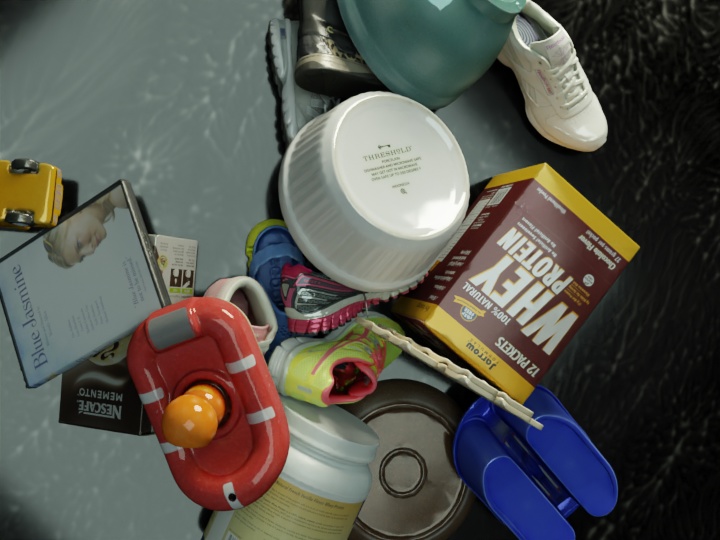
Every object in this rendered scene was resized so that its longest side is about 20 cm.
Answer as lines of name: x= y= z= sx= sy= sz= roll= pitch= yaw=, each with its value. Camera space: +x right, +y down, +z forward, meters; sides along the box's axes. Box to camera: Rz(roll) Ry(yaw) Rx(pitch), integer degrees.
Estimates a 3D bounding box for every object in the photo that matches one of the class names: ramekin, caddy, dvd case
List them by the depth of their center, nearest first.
ramekin: x=0.022 y=-0.088 z=1.115 sx=0.199 sy=0.094 sz=0.206 roll=10 pitch=67 yaw=-24
dvd case: x=-0.290 y=0.016 z=1.116 sx=0.198 sy=0.017 sz=0.145 roll=-28 pitch=75 yaw=24
caddy: x=0.192 y=0.218 z=1.216 sx=0.141 sy=0.105 sz=0.200 roll=-42 pitch=113 yaw=-2

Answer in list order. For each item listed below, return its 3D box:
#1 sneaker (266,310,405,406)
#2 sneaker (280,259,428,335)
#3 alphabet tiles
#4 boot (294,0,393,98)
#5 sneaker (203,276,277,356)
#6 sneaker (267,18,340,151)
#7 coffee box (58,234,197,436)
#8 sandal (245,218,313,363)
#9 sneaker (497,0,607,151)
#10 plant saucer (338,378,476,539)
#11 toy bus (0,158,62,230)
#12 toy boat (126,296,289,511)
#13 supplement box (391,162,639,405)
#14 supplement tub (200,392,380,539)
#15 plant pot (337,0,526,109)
sneaker: x=-0.007 y=0.104 z=1.160 sx=0.199 sy=0.090 sz=0.079 roll=-19 pitch=123 yaw=-47
sneaker: x=0.000 y=0.000 z=1.163 sx=0.199 sy=0.080 sz=0.076 roll=-28 pitch=110 yaw=-39
alphabet tiles: x=0.090 y=0.100 z=1.094 sx=0.194 sy=0.200 sz=0.015 roll=32 pitch=87 yaw=-26
boot: x=0.004 y=-0.261 z=1.190 sx=0.198 sy=0.073 sz=0.153 roll=3 pitch=73 yaw=-38
sneaker: x=-0.136 y=0.100 z=1.113 sx=0.074 sy=0.104 sz=0.204 roll=12 pitch=74 yaw=-23
sneaker: x=-0.049 y=-0.182 z=1.197 sx=0.081 sy=0.075 sz=0.204 roll=-10 pitch=91 yaw=-6
coffee box: x=-0.244 y=0.064 z=1.145 sx=0.111 sy=0.080 sz=0.204 roll=3 pitch=89 yaw=25
sandal: x=-0.088 y=0.046 z=1.188 sx=0.078 sy=0.087 sz=0.204 roll=-10 pitch=93 yaw=-10
sneaker: x=0.214 y=-0.218 z=1.225 sx=0.075 sy=0.100 sz=0.201 roll=-39 pitch=97 yaw=-9
plant saucer: x=0.045 y=0.226 z=1.233 sx=0.197 sy=0.034 sz=0.204 roll=0 pitch=89 yaw=-8
toy bus: x=-0.406 y=-0.079 z=1.127 sx=0.196 sy=0.078 sz=0.066 roll=4 pitch=82 yaw=1
toy boat: x=-0.148 y=0.133 z=1.023 sx=0.129 sy=0.131 sz=0.203 roll=-20 pitch=98 yaw=12
supplement box: x=0.157 y=0.012 z=1.167 sx=0.132 sy=0.197 sz=0.201 roll=39 pitch=86 yaw=-7
supplement tub: x=-0.073 y=0.243 z=1.146 sx=0.143 sy=0.144 sz=0.202 roll=24 pitch=97 yaw=-7
plant pot: x=0.089 y=-0.289 z=1.139 sx=0.199 sy=0.133 sz=0.203 roll=24 pitch=54 yaw=-38
